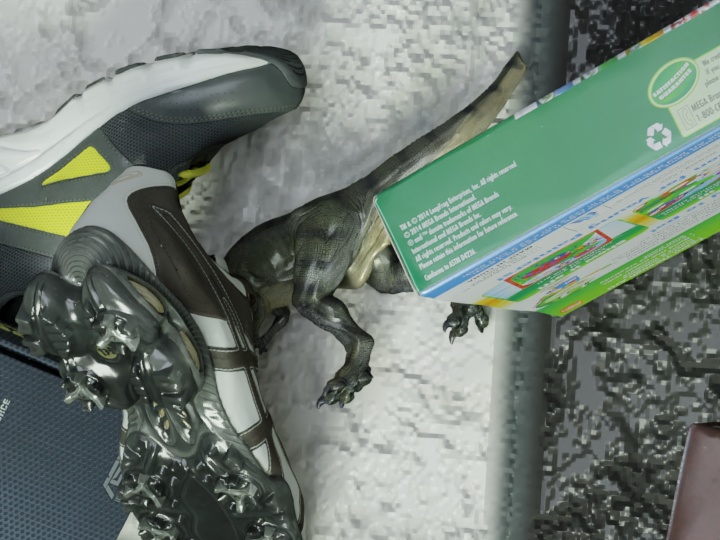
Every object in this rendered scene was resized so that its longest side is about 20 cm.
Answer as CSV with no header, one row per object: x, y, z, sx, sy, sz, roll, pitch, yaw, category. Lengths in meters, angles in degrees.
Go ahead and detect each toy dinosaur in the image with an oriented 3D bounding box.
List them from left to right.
0.000,0.000,1.195,0.199,0.047,0.088,-34,71,10,toy dinosaur

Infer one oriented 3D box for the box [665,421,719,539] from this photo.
0.219,0.109,1.087,0.199,0.100,0.075,10,90,17,box

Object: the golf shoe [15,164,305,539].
-0.061,0.045,1.163,0.077,0.201,0.095,1,48,23,golf shoe

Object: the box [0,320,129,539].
-0.188,0.111,1.196,0.201,0.157,0.051,-62,29,5,box

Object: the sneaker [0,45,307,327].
-0.100,-0.030,1.221,0.199,0.074,0.085,-24,86,25,sneaker

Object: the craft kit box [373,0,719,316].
0.124,-0.049,1.075,0.199,0.197,0.049,-29,76,14,craft kit box
